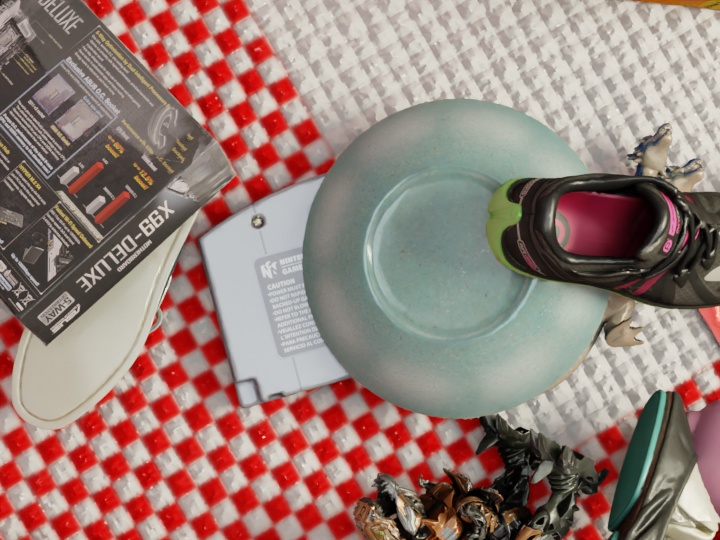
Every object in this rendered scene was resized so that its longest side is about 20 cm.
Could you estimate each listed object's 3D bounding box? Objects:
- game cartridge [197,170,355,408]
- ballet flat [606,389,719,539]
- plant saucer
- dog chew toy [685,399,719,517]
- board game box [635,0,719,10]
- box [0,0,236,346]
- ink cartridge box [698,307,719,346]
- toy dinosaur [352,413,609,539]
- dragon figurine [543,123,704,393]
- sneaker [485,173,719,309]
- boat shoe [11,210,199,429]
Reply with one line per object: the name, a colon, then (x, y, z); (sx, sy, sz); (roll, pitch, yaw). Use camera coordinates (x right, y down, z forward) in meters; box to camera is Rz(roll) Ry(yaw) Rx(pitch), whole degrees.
game cartridge: (0.000, 0.000, 1.037); (0.198, 0.040, 0.135); (-14, 92, -6)
ballet flat: (0.176, 0.167, 0.966); (0.068, 0.068, 0.201); (29, 59, 2)
plant saucer: (0.057, -0.009, 0.982); (0.198, 0.039, 0.204); (-1, 86, 9)
dog chew toy: (0.292, 0.151, 1.020); (0.199, 0.125, 0.125); (29, 85, 4)
board game box: (0.193, -0.291, 0.988); (0.197, 0.200, 0.203); (6, 86, -6)
box: (-0.198, -0.080, 0.975); (0.158, 0.050, 0.200); (-42, 67, -7)
ink cartridge box: (0.320, -0.018, 1.053); (0.199, 0.067, 0.117); (-33, 91, -6)
toy dinosaur: (0.088, 0.167, 1.014); (0.199, 0.102, 0.137); (31, 83, -47)
dragon figurine: (0.166, 0.002, 1.040); (0.058, 0.100, 0.201); (30, 103, -6)
sneaker: (0.173, -0.016, 0.931); (0.198, 0.084, 0.078); (2, 89, -18)
boat shoe: (-0.158, 0.008, 1.007); (0.074, 0.062, 0.202); (23, 83, -2)
